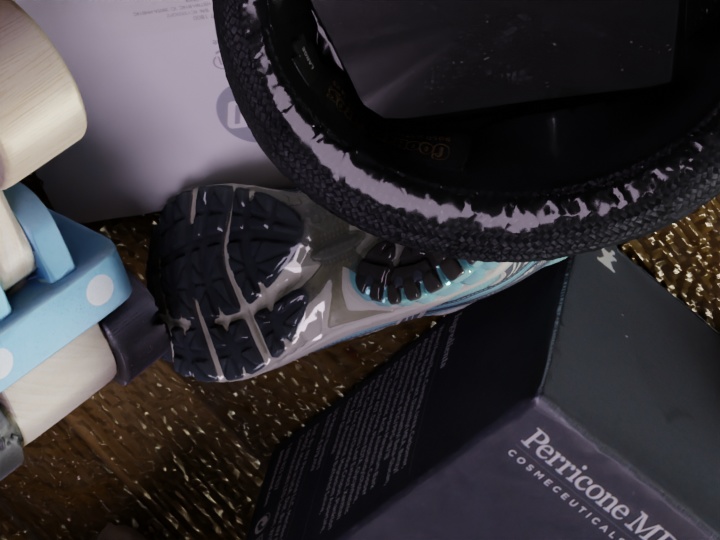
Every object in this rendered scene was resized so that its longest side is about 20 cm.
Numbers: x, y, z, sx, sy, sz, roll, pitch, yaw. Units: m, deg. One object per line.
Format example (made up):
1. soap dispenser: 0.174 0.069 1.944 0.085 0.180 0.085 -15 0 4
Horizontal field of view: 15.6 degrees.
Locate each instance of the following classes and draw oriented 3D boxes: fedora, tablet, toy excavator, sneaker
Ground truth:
1. fedora: 0.052 -0.099 0.886 0.200 0.092 0.201 0 103 2
2. tablet: -0.047 -0.080 0.993 0.200 0.014 0.130 -7 126 21
3. toy excavator: -0.145 -0.019 0.957 0.194 0.100 0.200 23 144 49
4. sneaker: 0.000 0.000 1.004 0.200 0.078 0.086 -12 168 43

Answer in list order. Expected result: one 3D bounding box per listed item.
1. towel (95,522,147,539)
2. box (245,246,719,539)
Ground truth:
1. towel: -0.063 0.160 1.082 0.133 0.200 0.034 38 91 -2
2. box: 0.084 0.118 1.050 0.197 0.117 0.200 38 126 -16
